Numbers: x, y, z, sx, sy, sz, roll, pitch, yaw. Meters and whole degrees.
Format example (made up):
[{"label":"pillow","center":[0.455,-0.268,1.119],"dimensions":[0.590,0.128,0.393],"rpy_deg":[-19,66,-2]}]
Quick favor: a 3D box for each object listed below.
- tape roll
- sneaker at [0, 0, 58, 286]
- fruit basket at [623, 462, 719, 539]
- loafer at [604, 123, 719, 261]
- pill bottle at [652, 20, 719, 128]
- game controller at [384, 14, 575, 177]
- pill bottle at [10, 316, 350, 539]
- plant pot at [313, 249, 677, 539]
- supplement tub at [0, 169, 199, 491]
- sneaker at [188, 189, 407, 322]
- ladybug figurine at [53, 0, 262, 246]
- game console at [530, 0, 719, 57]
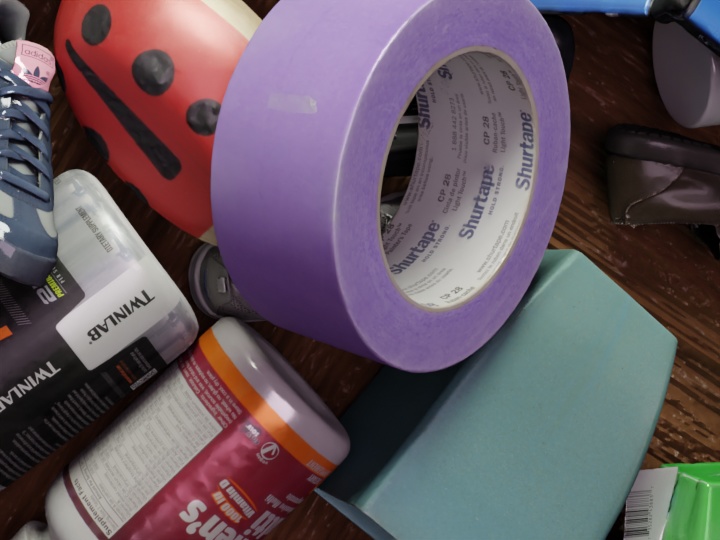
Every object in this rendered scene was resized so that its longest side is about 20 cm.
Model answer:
[{"label":"tape roll","center":[0.021,-0.054,0.782],"dimensions":[0.199,0.084,0.202],"rpy_deg":[-24,121,-46]},{"label":"sneaker","center":[-0.190,-0.077,0.788],"dimensions":[0.082,0.200,0.070],"rpy_deg":[-46,137,14]},{"label":"fruit basket","center":[0.243,0.223,0.978],"dimensions":[0.184,0.094,0.202],"rpy_deg":[0,101,-19]},{"label":"loafer","center":[0.243,-0.041,0.969],"dimensions":[0.198,0.073,0.072],"rpy_deg":[13,102,-9]},{"label":"pill bottle","center":[0.291,-0.144,0.943],"dimensions":[0.198,0.111,0.112],"rpy_deg":[-10,97,-12]},{"label":"game controller","center":[0.036,-0.103,0.893],"dimensions":[0.198,0.042,0.105],"rpy_deg":[-7,123,-24]},{"label":"pill bottle","center":[-0.110,0.131,0.867],"dimensions":[0.200,0.110,0.110],"rpy_deg":[-44,103,1]},{"label":"plant pot","center":[0.088,0.093,0.905],"dimensions":[0.141,0.141,0.201],"rpy_deg":[40,79,-13]},{"label":"supplement tub","center":[-0.199,0.046,0.836],"dimensions":[0.199,0.122,0.123],"rpy_deg":[-38,102,-8]},{"label":"sneaker","center":[0.000,0.000,0.900],"dimensions":[0.198,0.082,0.075],"rpy_deg":[-14,98,-12]},{"label":"ladybug figurine","center":[-0.098,-0.087,0.822],"dimensions":[0.200,0.136,0.072],"rpy_deg":[46,44,0]},{"label":"game console","center":[0.209,-0.200,0.895],"dimensions":[0.170,0.118,0.201],"rpy_deg":[34,68,-17]}]
